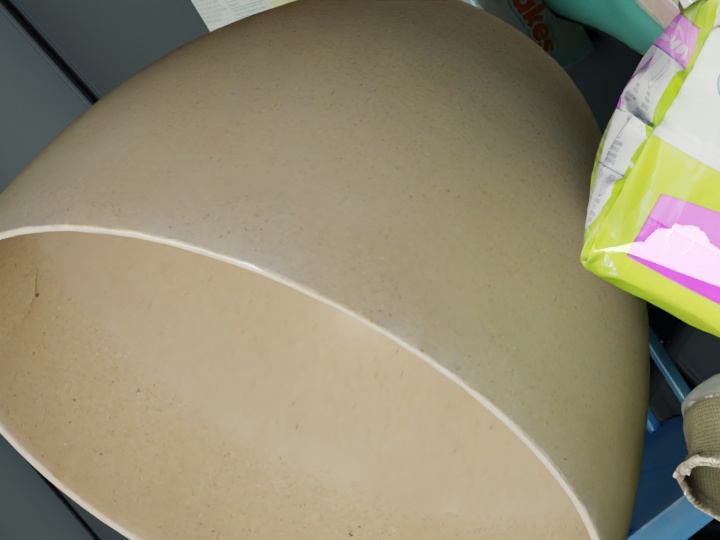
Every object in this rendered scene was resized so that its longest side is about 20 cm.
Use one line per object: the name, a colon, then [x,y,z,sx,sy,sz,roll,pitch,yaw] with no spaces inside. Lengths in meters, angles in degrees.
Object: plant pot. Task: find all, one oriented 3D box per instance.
plant pot: [0.000,0.000,0.776,0.200,0.135,0.201,20,150,12]

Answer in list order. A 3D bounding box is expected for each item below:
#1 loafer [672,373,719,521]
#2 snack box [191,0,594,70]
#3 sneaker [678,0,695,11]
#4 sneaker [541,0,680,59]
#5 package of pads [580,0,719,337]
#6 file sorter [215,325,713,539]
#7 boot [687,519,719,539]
loafer: [0.153,0.096,0.679,0.200,0.070,0.075,35,166,23]
snack box: [-0.006,-0.110,0.994,0.116,0.037,0.200,59,157,-14]
sneaker: [0.105,-0.132,0.706,0.200,0.078,0.090,55,154,-5]
sneaker: [0.058,-0.122,0.813,0.200,0.071,0.080,52,163,18]
package of pads: [0.126,-0.003,0.626,0.154,0.068,0.200,28,-174,4]
file sorter: [0.038,0.058,0.945,0.123,0.200,0.139,57,157,-2]
boot: [0.100,0.137,0.943,0.077,0.200,0.168,61,154,-3]
